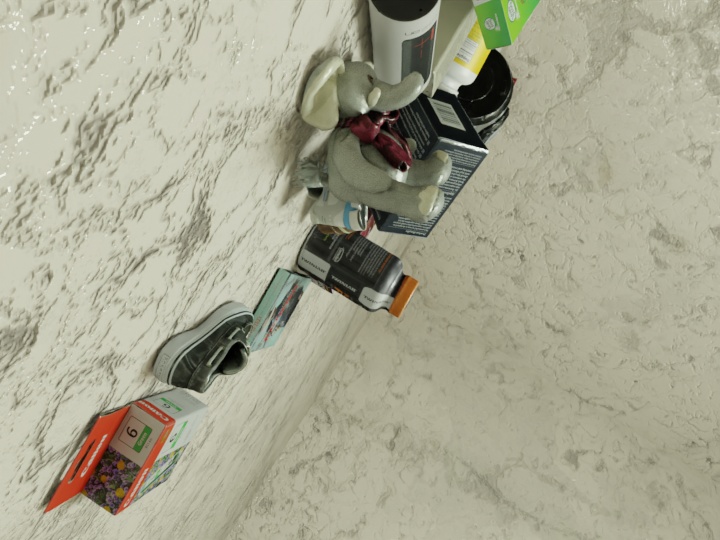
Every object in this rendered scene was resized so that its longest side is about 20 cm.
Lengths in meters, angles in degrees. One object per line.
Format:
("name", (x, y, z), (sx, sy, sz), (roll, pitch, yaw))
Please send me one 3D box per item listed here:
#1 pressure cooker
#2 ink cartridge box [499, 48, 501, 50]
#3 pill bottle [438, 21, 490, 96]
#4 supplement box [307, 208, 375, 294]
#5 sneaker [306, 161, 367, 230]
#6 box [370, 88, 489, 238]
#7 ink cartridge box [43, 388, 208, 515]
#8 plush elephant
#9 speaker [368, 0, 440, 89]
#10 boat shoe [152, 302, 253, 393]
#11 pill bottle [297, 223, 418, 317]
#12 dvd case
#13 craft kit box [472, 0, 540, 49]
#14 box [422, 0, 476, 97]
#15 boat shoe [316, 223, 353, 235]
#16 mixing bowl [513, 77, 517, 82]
("pressure cooker", (0.207, -0.338, 1.184), (0.200, 0.173, 0.182), (94, 2, -78))
("ink cartridge box", (0.275, -0.516, 1.378), (0.201, 0.087, 0.146), (-57, 173, -15))
("pill bottle", (0.166, -0.387, 0.990), (0.202, 0.110, 0.111), (-61, 173, 20))
("supplement box", (-0.028, -0.062, 1.135), (0.202, 0.060, 0.109), (-58, 174, -10))
("sneaker", (-0.031, -0.134, 0.796), (0.202, 0.085, 0.076), (-84, 169, -46))
("box", (0.095, -0.179, 0.977), (0.201, 0.106, 0.150), (-55, -139, 39))
("ink cartridge box", (-0.244, 0.199, 0.642), (0.110, 0.050, 0.200), (-60, 174, -2))
("plush elephant", (0.013, -0.163, 0.660), (0.165, 0.197, 0.157), (-52, 147, -58))
("speaker", (0.051, -0.283, 0.699), (0.082, 0.080, 0.200), (-59, 174, -5))
("boat shoe", (-0.167, 0.098, 0.701), (0.073, 0.070, 0.200), (-62, 174, 19))
("pill bottle", (0.000, 0.000, 1.000), (0.107, 0.198, 0.106), (-58, 173, -11))
("dvd case", (-0.142, 0.068, 0.993), (0.147, 0.022, 0.200), (-60, 173, -1))
("craft kit box", (0.192, -0.438, 0.777), (0.198, 0.048, 0.201), (-55, 133, -29))
("box", (0.124, -0.373, 0.862), (0.202, 0.077, 0.095), (-60, 173, -4))
("boat shoe", (-0.020, -0.135, 0.915), (0.074, 0.075, 0.204), (-16, -145, 35))
("mixing bowl", (0.631, -0.821, 2.717), (0.202, 0.107, 0.200), (-58, 174, -10))
